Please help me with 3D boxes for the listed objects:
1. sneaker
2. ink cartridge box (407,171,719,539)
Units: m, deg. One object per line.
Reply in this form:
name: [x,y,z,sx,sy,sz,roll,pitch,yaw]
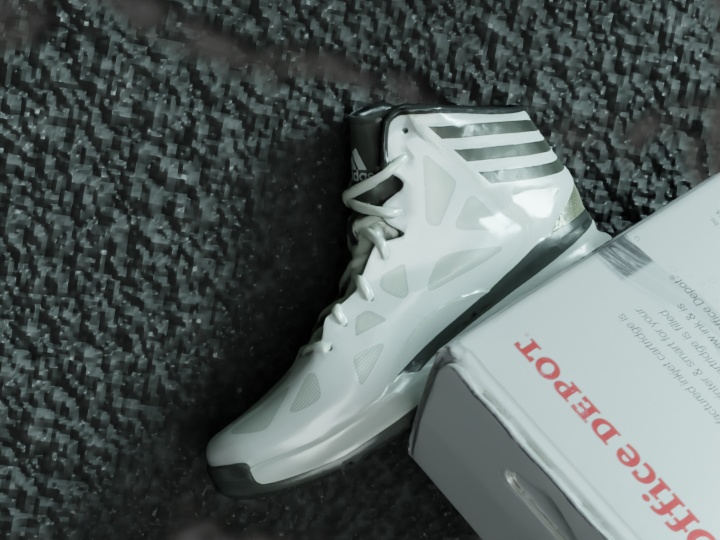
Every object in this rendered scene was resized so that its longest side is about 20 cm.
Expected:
sneaker: [0.000,0.000,0.916,0.200,0.076,0.116,-35,103,-17]
ink cartridge box: [0.140,0.056,0.886,0.199,0.146,0.085,-30,156,-29]
